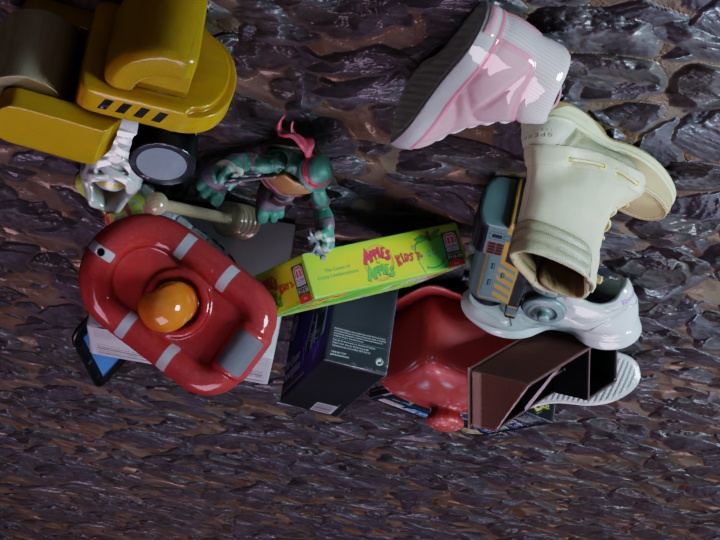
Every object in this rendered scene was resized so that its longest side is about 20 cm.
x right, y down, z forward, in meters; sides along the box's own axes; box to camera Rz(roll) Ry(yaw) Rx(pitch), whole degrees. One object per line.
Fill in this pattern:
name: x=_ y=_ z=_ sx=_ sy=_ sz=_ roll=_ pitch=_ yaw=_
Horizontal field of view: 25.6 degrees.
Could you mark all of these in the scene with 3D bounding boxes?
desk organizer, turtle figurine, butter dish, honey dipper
desk organizer: x=0.203 y=0.116 z=1.746 sx=0.077 sy=0.072 sz=0.200 roll=12 pitch=-157 yaw=35
turtle figurine: x=-0.074 y=-0.079 z=1.510 sx=0.150 sy=0.101 sz=0.200 roll=39 pitch=165 yaw=-22
butter dish: x=0.107 y=0.118 z=1.869 sx=0.199 sy=0.148 sz=0.200 roll=19 pitch=157 yaw=-22
honey dipper: x=-0.161 y=-0.056 z=1.595 sx=0.038 sy=0.038 sz=0.200 roll=-1 pitch=177 yaw=23

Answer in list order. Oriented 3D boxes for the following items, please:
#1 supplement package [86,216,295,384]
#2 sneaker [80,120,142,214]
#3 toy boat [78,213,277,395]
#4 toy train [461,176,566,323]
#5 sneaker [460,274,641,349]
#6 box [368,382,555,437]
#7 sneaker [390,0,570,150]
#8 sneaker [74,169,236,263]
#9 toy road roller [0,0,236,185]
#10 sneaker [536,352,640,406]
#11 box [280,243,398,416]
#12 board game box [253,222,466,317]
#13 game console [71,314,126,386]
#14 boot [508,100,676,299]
supplement package: x=-0.182 y=0.021 z=1.724 sx=0.200 sy=0.156 sz=0.111 roll=10 pitch=161 yaw=-4
sneaker: x=-0.221 y=-0.120 z=1.490 sx=0.076 sy=0.081 sz=0.200 roll=13 pitch=157 yaw=-7
toy boat: x=-0.184 y=0.031 z=1.539 sx=0.200 sy=0.131 sz=0.131 roll=36 pitch=-178 yaw=4
toy train: x=0.164 y=-0.018 z=1.585 sx=0.114 sy=0.085 sz=0.200 roll=14 pitch=151 yaw=4
sneaker: x=0.208 y=0.026 z=1.735 sx=0.200 sy=0.075 sz=0.100 roll=5 pitch=135 yaw=16
box: x=0.137 y=0.167 z=2.120 sx=0.200 sy=0.046 sz=0.159 roll=23 pitch=155 yaw=-32
sneaker: x=0.102 y=-0.142 z=1.313 sx=0.104 sy=0.075 sz=0.200 roll=21 pitch=152 yaw=-16
sneaker: x=-0.225 y=-0.031 z=1.637 sx=0.200 sy=0.090 sz=0.078 roll=38 pitch=164 yaw=6
toy road roller: x=-0.201 y=-0.173 z=1.307 sx=0.200 sy=0.123 sz=0.146 roll=13 pitch=144 yaw=-13
sneaker: x=0.253 y=0.129 z=1.978 sx=0.200 sy=0.074 sz=0.082 roll=-7 pitch=-171 yaw=19
box: x=-0.024 y=0.071 z=1.811 sx=0.079 sy=0.141 sz=0.200 roll=16 pitch=157 yaw=-12
board game box: x=0.000 y=0.000 z=1.628 sx=0.200 sy=0.048 sz=0.102 roll=-13 pitch=174 yaw=-37
game console: x=-0.242 y=0.072 z=1.931 sx=0.172 sy=0.119 sz=0.200 roll=8 pitch=159 yaw=3
boot: x=0.207 y=-0.044 z=1.410 sx=0.073 sy=0.156 sz=0.200 roll=-11 pitch=151 yaw=40
